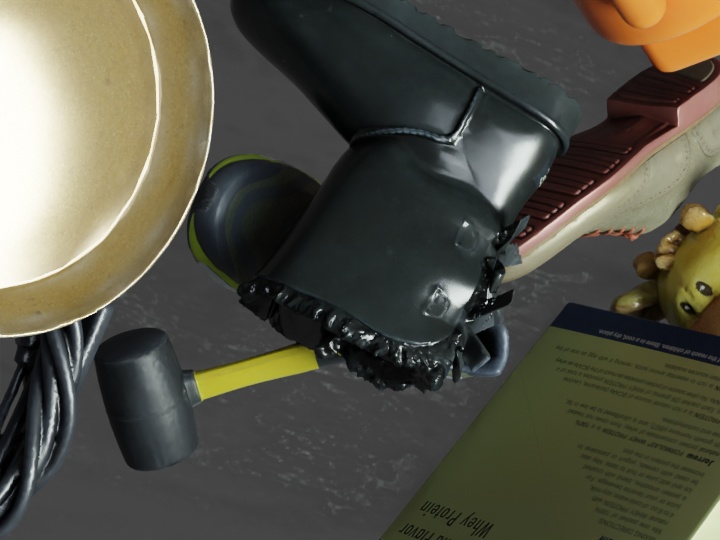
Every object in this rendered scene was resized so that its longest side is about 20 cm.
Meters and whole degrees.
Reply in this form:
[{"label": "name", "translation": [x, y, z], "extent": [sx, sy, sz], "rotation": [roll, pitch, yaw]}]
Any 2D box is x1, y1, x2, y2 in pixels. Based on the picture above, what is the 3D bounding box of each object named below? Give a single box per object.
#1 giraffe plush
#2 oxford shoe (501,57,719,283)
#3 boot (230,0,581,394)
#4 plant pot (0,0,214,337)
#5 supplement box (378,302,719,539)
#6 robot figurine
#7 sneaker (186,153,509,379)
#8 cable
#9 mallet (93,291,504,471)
[{"label": "giraffe plush", "translation": [0.241, 0.025, 1.224], "extent": [0.162, 0.200, 0.173], "rotation": [24, 102, -28]}, {"label": "oxford shoe", "translation": [0.139, -0.040, 1.197], "extent": [0.200, 0.070, 0.075], "rotation": [-35, 122, -25]}, {"label": "boot", "translation": [-0.005, -0.045, 1.031], "extent": [0.198, 0.073, 0.163], "rotation": [27, 73, 5]}, {"label": "plant pot", "translation": [-0.154, -0.071, 0.951], "extent": [0.200, 0.027, 0.200], "rotation": [-9, 105, -37]}, {"label": "supplement box", "translation": [0.148, 0.146, 1.154], "extent": [0.200, 0.200, 0.134], "rotation": [-50, 122, -19]}, {"label": "robot figurine", "translation": [0.143, -0.201, 1.145], "extent": [0.144, 0.117, 0.200], "rotation": [-47, 122, -16]}, {"label": "sneaker", "translation": [0.000, 0.000, 1.096], "extent": [0.200, 0.081, 0.074], "rotation": [27, 82, -36]}, {"label": "cable", "translation": [-0.198, 0.036, 0.980], "extent": [0.163, 0.051, 0.200], "rotation": [30, 81, -35]}, {"label": "mallet", "translation": [-0.032, 0.034, 1.054], "extent": [0.200, 0.041, 0.066], "rotation": [-22, 111, 2]}]
